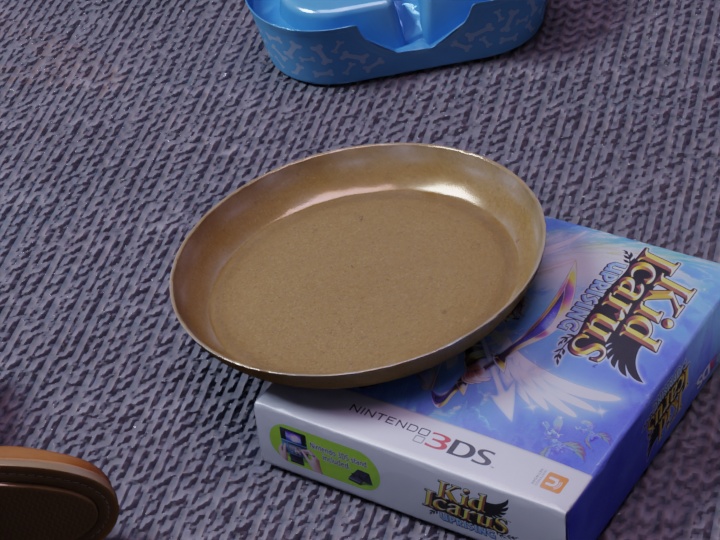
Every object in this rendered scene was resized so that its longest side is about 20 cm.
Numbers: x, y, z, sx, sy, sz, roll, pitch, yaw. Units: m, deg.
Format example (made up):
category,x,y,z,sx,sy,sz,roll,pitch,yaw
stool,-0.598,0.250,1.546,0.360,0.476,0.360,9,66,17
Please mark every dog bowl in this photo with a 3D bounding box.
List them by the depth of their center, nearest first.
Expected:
category,x,y,z,sx,sy,sz,roll,pitch,yaw
dog bowl,0.027,-0.171,1.444,0.198,0.050,0.112,-11,39,-3

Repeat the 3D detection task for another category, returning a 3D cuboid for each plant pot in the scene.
category,x,y,z,sx,sy,sz,roll,pitch,yaw
plant pot,0.000,0.000,1.188,0.198,0.028,0.201,-8,37,6

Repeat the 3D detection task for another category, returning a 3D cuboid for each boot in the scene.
category,x,y,z,sx,sy,sz,roll,pitch,yaw
boot,-0.212,0.079,1.163,0.198,0.074,0.155,0,35,5

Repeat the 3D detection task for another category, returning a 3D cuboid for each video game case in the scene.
category,x,y,z,sx,sy,sz,roll,pitch,yaw
video game case,0.074,0.048,1.169,0.180,0.046,0.200,17,45,27
